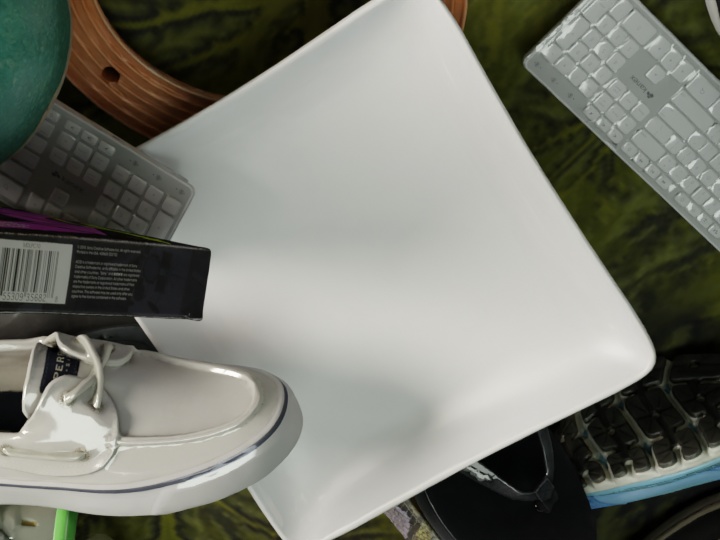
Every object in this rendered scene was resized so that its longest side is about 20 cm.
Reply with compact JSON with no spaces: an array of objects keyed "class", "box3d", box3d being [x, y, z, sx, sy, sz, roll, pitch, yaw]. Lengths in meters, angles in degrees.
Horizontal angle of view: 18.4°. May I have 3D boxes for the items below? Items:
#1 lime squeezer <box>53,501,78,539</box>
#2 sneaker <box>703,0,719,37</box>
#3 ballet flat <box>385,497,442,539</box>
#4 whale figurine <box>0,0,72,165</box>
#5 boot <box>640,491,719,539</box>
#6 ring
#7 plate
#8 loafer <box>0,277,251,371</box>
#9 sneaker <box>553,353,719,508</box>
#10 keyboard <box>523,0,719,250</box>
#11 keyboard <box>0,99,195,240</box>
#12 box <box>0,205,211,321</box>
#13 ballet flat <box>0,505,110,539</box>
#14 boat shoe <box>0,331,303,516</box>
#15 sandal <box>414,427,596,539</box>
[{"class":"lime squeezer","box3d":[-0.113,0.087,1.036,0.038,0.200,0.071,-20,93,23]},{"class":"sneaker","box3d":[0.208,-0.083,0.986,0.071,0.083,0.201,-22,115,-7]},{"class":"ballet flat","box3d":[0.058,0.122,1.112,0.072,0.072,0.200,-35,119,15]},{"class":"whale figurine","box3d":[-0.215,-0.115,0.899,0.199,0.104,0.160,30,91,-3]},{"class":"boot","box3d":[0.239,0.176,1.126,0.198,0.151,0.074,-12,123,1]},{"class":"ring","box3d":[-0.052,-0.129,0.949,0.199,0.019,0.201,5,131,6]},{"class":"plate","box3d":[0.000,0.000,0.978,0.199,0.032,0.200,-29,101,20]},{"class":"loafer","box3d":[-0.139,0.007,1.031,0.198,0.073,0.073,1,100,-14]},{"class":"sneaker","box3d":[0.193,0.091,1.113,0.199,0.079,0.090,-14,126,2]},{"class":"keyboard","box3d":[0.160,-0.056,1.045,0.056,0.011,0.200,-41,118,18]},{"class":"keyboard","box3d":[-0.167,-0.066,0.967,0.199,0.011,0.056,32,114,0]},{"class":"box","box3d":[-0.182,-0.013,0.913,0.199,0.143,0.036,10,93,32]},{"class":"ballet flat","box3d":[-0.160,0.150,1.113,0.072,0.072,0.200,-36,119,16]},{"class":"boat shoe","box3d":[-0.126,0.058,0.963,0.198,0.072,0.066,0,137,16]},{"class":"sandal","box3d":[0.046,0.064,1.045,0.076,0.043,0.201,-39,101,-26]}]
